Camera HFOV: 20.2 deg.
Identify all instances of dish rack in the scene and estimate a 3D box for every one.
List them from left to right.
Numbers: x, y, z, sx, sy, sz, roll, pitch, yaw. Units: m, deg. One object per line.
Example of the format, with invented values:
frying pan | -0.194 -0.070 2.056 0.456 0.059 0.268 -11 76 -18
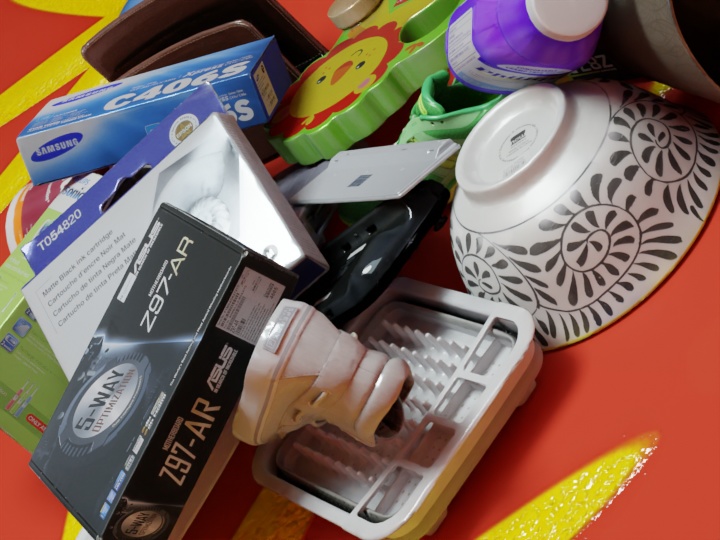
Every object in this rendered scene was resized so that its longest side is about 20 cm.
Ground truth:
dish rack | 0.028 0.092 1.286 0.172 0.044 0.200 -55 29 -11

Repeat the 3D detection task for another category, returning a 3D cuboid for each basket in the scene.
basket | 0.225 -0.165 1.235 0.137 0.179 0.200 -66 18 2

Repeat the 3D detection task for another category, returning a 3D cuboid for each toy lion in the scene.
toy lion | 0.018 -0.162 1.563 0.199 0.069 0.192 -20 30 40

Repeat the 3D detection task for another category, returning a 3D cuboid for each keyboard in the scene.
keyboard | 0.006 -0.065 1.381 0.056 0.011 0.200 -46 16 -16

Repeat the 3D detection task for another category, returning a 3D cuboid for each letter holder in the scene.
letter holder | -0.147 -0.156 1.729 0.199 0.142 0.101 -23 36 36

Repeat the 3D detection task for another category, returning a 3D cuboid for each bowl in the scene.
bowl | 0.122 -0.056 1.290 0.200 0.094 0.201 -35 30 24

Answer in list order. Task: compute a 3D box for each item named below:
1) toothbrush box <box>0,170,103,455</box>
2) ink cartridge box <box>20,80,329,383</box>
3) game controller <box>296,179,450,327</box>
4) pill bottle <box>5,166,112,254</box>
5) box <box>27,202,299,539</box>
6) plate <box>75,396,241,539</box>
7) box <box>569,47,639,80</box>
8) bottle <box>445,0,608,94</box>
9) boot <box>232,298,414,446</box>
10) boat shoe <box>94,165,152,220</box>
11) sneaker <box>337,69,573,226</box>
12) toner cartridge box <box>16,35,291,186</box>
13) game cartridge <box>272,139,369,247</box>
toothbrush box | -0.213 0.046 1.564 0.200 0.146 0.086 -53 28 -9
ink cartridge box | -0.144 -0.013 1.422 0.199 0.041 0.200 -42 56 11
game controller | 0.000 0.000 1.382 0.105 0.042 0.200 -63 10 -20
pill bottle | -0.193 -0.053 1.691 0.199 0.114 0.115 -23 37 37
box | -0.128 0.067 1.291 0.201 0.043 0.160 -63 28 1
plate | -0.144 0.151 1.399 0.200 0.032 0.200 -60 13 -21
box | 0.194 -0.220 1.444 0.161 0.049 0.201 -4 51 50
bottle | 0.108 -0.154 1.274 0.200 0.083 0.066 165 108 -81
boot | -0.021 0.083 1.244 0.074 0.095 0.200 -62 -4 -15
boat shoe | -0.165 0.017 1.490 0.064 0.070 0.201 -1 81 65
sneaker | 0.058 -0.099 1.438 0.199 0.084 0.074 -32 30 25
toner cartridge box | -0.160 -0.124 1.575 0.199 0.043 0.095 -14 20 15
game cartridge | -0.067 -0.031 1.525 0.129 0.038 0.200 -35 13 26
